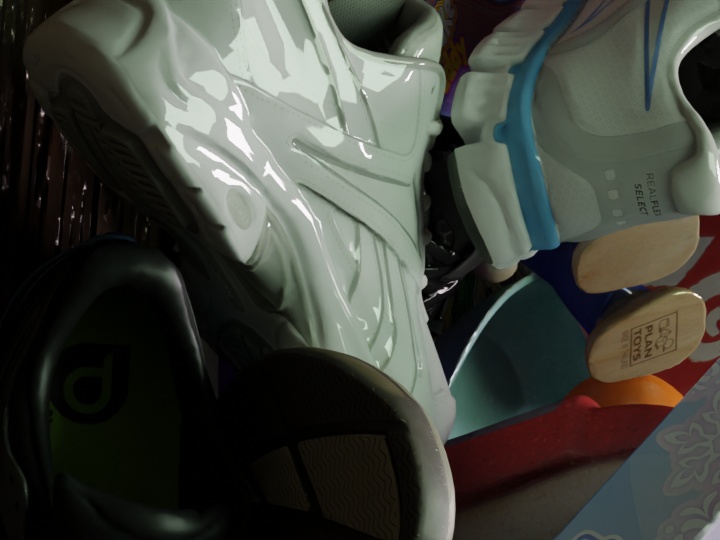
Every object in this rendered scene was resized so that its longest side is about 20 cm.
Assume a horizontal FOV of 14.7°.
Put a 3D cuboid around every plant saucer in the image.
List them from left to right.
[{"bbox_3d":[0.042,0.097,0.998,0.200,0.036,0.201,-29,123,-59],"label":"plant saucer"}]

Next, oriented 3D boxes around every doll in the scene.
[{"bbox_3d":[0.043,-0.046,0.914,0.137,0.048,0.200,79,-17,-44],"label":"doll"}]

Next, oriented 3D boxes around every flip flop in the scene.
[{"bbox_3d":[-0.012,0.077,0.737,0.200,0.057,0.081,126,-40,-61],"label":"flip flop"}]

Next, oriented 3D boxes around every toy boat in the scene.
[{"bbox_3d":[0.089,0.090,0.896,0.200,0.130,0.131,48,30,-42],"label":"toy boat"}]

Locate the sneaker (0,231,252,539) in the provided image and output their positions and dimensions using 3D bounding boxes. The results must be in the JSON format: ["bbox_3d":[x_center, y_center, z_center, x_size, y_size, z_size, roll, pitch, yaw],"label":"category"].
[{"bbox_3d":[-0.066,0.086,0.693,0.083,0.071,0.200,134,-43,-70],"label":"sneaker"}]

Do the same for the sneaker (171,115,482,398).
[{"bbox_3d":[0.000,0.000,0.845,0.070,0.099,0.201,-22,107,-66],"label":"sneaker"}]

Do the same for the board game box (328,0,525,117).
[{"bbox_3d":[0.033,-0.144,0.815,0.158,0.039,0.200,64,34,-24],"label":"board game box"}]

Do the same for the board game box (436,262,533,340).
[{"bbox_3d":[0.047,-0.046,1.069,0.105,0.023,0.200,44,48,-56],"label":"board game box"}]

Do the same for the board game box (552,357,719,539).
[{"bbox_3d":[0.120,0.123,0.795,0.200,0.043,0.199,-45,131,-16],"label":"board game box"}]

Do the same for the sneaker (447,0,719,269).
[{"bbox_3d":[0.093,-0.073,0.800,0.200,0.086,0.075,-68,148,-43],"label":"sneaker"}]

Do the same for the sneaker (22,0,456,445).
[{"bbox_3d":[-0.005,-0.022,0.748,0.099,0.078,0.200,-47,141,-15],"label":"sneaker"}]

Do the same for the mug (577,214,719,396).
[{"bbox_3d":[0.166,-0.043,0.992,0.178,0.200,0.134,52,20,-47],"label":"mug"}]
